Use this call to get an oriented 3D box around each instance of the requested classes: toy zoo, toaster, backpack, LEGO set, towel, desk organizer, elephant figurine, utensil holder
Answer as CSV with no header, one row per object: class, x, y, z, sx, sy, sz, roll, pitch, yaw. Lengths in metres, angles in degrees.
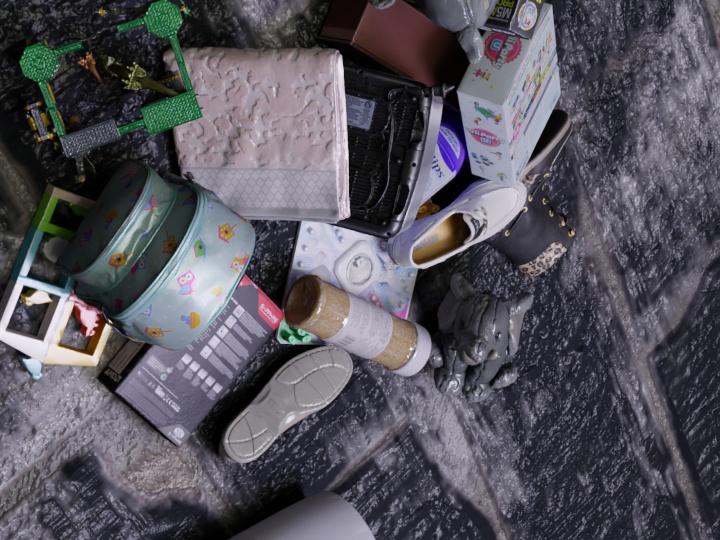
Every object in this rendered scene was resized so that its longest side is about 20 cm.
toy zoo,-0.316,0.021,1.539,0.131,0.020,0.201,20,92,-40
toaster,-0.002,-0.141,1.617,0.119,0.198,0.182,-24,128,-76
backpack,-0.207,-0.016,1.466,0.153,0.200,0.176,40,80,-35
LEGO set,-0.250,-0.193,1.469,0.199,0.116,0.155,-28,102,-4
towel,-0.111,-0.146,1.544,0.032,0.198,0.193,-54,144,-63
desk organizer,0.050,-0.265,1.695,0.199,0.071,0.078,25,87,-40
elephant figurine,0.066,-0.343,1.590,0.156,0.199,0.142,-57,134,-17
utensil holder,-0.091,0.384,1.744,0.199,0.169,0.171,-24,119,-32
elephant figurine,0.156,0.070,1.801,0.140,0.156,0.201,-17,153,-15

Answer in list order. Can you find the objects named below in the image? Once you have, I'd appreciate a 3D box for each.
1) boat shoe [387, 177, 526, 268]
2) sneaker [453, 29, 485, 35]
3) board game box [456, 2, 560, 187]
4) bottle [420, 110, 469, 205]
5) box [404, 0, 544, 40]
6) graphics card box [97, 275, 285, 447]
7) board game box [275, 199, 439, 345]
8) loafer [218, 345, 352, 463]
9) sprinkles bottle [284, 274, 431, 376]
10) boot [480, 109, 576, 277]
boat shoe,0.131,-0.057,1.773,0.199,0.070,0.071,-25,110,-18
sneaker,0.172,-0.339,1.769,0.199,0.079,0.089,-30,163,-42
board game box,0.181,-0.214,1.721,0.148,0.064,0.200,-63,161,-19
bottle,0.082,-0.141,1.753,0.200,0.065,0.084,-39,98,-33
box,0.136,-0.362,1.642,0.044,0.199,0.162,13,96,-46
graphics card box,-0.191,0.088,1.639,0.201,0.051,0.126,-53,129,-13
board game box,0.000,0.000,1.774,0.199,0.026,0.202,5,102,-39
loafer,-0.097,0.161,1.742,0.200,0.063,0.072,-38,92,-25
sprinkles bottle,-0.001,0.068,1.735,0.199,0.068,0.069,27,88,-40
boot,0.235,-0.098,1.893,0.150,0.073,0.201,41,83,-38
